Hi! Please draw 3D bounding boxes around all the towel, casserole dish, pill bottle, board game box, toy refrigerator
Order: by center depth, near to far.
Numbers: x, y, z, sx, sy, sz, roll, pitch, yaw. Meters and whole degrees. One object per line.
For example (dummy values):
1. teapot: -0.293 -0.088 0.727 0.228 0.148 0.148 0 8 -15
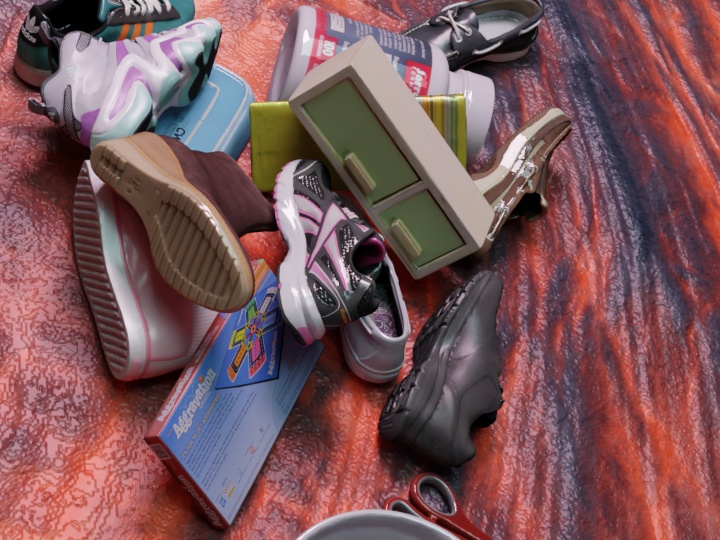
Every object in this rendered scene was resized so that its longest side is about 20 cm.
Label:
1. board game box: -0.096 0.095 1.211 0.103 0.019 0.201 57 40 -28
2. toy refrigerator: 0.028 -0.096 1.332 0.201 0.076 0.070 54 32 -18
3. towel: -0.001 -0.116 1.383 0.198 0.087 0.018 -2 20 -5
4. casserole dish: -0.166 -0.134 1.385 0.120 0.039 0.201 27 49 0
5. pill bottle: 0.020 -0.166 1.435 0.198 0.120 0.120 14 50 -13

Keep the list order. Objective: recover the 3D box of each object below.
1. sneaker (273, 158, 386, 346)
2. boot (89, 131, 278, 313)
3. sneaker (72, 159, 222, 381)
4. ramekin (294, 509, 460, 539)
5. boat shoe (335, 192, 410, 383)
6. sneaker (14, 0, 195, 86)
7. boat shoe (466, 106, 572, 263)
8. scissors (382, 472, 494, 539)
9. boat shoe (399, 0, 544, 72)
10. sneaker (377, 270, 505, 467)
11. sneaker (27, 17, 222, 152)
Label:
1. sneaker: -0.020 -0.019 1.273 0.086 0.081 0.201 -13 45 8
2. boot: -0.110 -0.042 1.232 0.200 0.073 0.166 46 24 26
3. sneaker: -0.172 -0.003 1.258 0.104 0.075 0.201 -4 59 -28
4. ramekin: 0.009 0.284 1.090 0.198 0.105 0.201 12 50 -15
5. boat shoe: 0.000 0.000 1.330 0.071 0.069 0.201 5 50 -18
6. sneaker: -0.228 -0.234 1.406 0.199 0.080 0.071 -30 67 -38
7. boat shoe: 0.149 -0.077 1.459 0.075 0.075 0.202 42 61 8
8. scissors: 0.107 0.238 1.232 0.199 0.014 0.073 37 46 5
9. boat shoe: 0.107 -0.248 1.577 0.199 0.060 0.076 -23 66 -35
10. sneaker: 0.087 0.087 1.311 0.090 0.076 0.201 35 55 -8
11. sneaker: -0.215 -0.186 1.330 0.139 0.078 0.200 28 42 7
